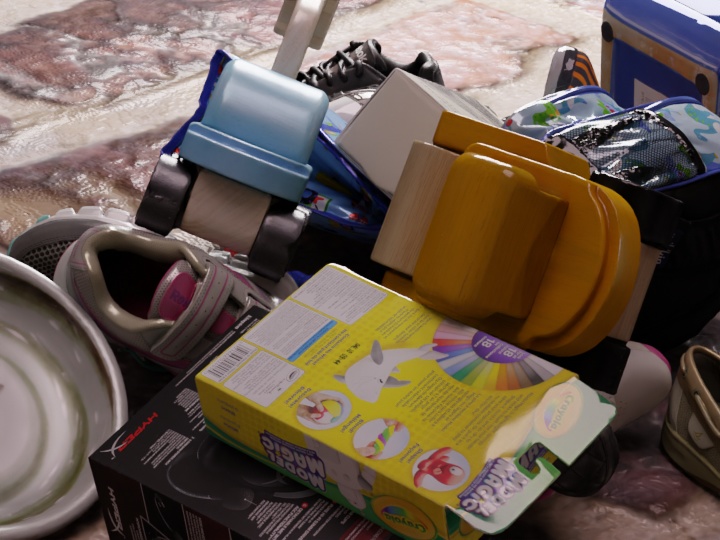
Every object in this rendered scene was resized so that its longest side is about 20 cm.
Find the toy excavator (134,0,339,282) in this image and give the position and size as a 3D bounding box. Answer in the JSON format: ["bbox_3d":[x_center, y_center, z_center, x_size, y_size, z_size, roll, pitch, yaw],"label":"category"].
[{"bbox_3d":[-0.056,-0.106,1.372,0.099,0.201,0.194,23,4,-2],"label":"toy excavator"}]

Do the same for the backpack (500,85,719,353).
[{"bbox_3d":[0.162,-0.031,1.392,0.199,0.184,0.147,-15,50,-40],"label":"backpack"}]

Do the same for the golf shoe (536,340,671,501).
[{"bbox_3d":[0.109,0.101,1.278,0.199,0.076,0.092,-17,41,-20],"label":"golf shoe"}]

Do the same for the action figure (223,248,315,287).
[{"bbox_3d":[0.000,0.000,1.415,0.065,0.099,0.200,15,15,-48],"label":"action figure"}]

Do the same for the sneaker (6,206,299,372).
[{"bbox_3d":[-0.140,0.020,1.382,0.199,0.078,0.091,12,37,7],"label":"sneaker"}]

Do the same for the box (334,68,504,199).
[{"bbox_3d":[0.059,-0.078,1.447,0.082,0.068,0.200,43,11,13],"label":"box"}]

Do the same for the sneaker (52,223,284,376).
[{"bbox_3d":[-0.098,0.033,1.300,0.199,0.082,0.088,22,-12,2],"label":"sneaker"}]

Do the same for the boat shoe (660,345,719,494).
[{"bbox_3d":[0.254,0.115,1.268,0.073,0.063,0.201,-11,31,-27],"label":"boat shoe"}]

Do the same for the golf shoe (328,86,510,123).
[{"bbox_3d":[0.042,-0.087,1.616,0.199,0.078,0.095,1,28,-4],"label":"golf shoe"}]

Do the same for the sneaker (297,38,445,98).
[{"bbox_3d":[-0.023,-0.136,1.678,0.199,0.098,0.071,-1,29,-7],"label":"sneaker"}]

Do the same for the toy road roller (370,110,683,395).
[{"bbox_3d":[0.072,-0.020,1.213,0.199,0.124,0.146,22,3,41],"label":"toy road roller"}]

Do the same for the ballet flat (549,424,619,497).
[{"bbox_3d":[0.062,0.063,1.222,0.199,0.057,0.066,26,47,23],"label":"ballet flat"}]

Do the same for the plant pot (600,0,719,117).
[{"bbox_3d":[0.290,-0.132,1.617,0.179,0.201,0.200,-19,35,-25],"label":"plant pot"}]

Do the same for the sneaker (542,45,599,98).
[{"bbox_3d":[0.190,-0.084,1.505,0.111,0.200,0.078,8,61,19],"label":"sneaker"}]

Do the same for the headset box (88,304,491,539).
[{"bbox_3d":[-0.024,0.118,1.172,0.199,0.078,0.149,22,49,30],"label":"headset box"}]

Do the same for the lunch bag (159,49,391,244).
[{"bbox_3d":[-0.015,-0.058,1.504,0.199,0.094,0.150,31,4,24],"label":"lunch bag"}]

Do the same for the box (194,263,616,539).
[{"bbox_3d":[0.025,0.075,1.120,0.199,0.049,0.117,23,49,35],"label":"box"}]

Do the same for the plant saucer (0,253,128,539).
[{"bbox_3d":[-0.234,0.078,1.236,0.199,0.050,0.201,16,49,-19],"label":"plant saucer"}]
